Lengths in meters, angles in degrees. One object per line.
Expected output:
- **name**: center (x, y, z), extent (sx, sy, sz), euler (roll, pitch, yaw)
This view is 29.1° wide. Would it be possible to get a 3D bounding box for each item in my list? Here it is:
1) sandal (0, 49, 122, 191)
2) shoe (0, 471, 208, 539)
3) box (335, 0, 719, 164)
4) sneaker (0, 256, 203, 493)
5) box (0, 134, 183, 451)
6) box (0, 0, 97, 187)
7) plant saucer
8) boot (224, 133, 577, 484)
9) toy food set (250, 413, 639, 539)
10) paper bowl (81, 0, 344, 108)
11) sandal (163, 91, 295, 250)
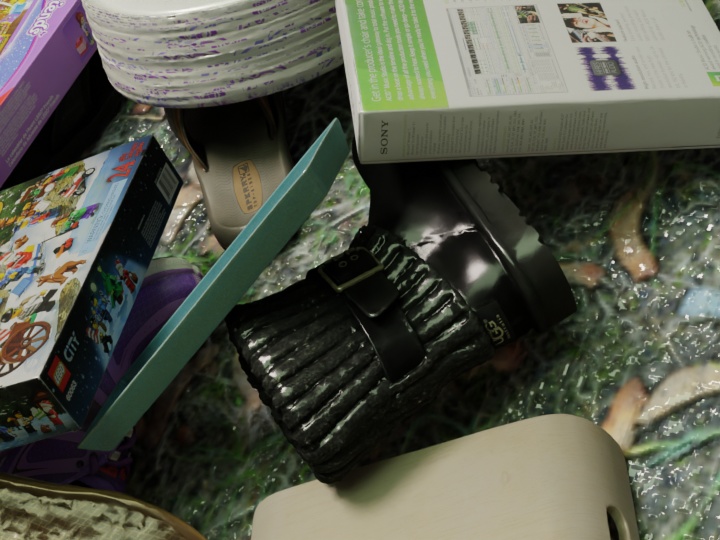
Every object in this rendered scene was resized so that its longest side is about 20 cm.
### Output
- **sandal**: center (-0.216, -0.115, 0.978), extent (0.075, 0.048, 0.202), euler (10, 63, 36)
- **shoe**: center (-0.148, 0.145, 0.714), extent (0.197, 0.053, 0.071), euler (18, 74, 11)
- **box**: center (0.089, -0.115, 0.728), extent (0.197, 0.037, 0.145), euler (-2, 41, -5)
- **sneaker**: center (-0.145, 0.084, 0.782), extent (0.083, 0.081, 0.201), euler (36, 88, 27)
- **box**: center (-0.183, 0.017, 0.745), extent (0.135, 0.038, 0.201), euler (-17, 34, 23)
- **box**: center (-0.257, -0.135, 0.947), extent (0.135, 0.039, 0.202), euler (3, 51, 32)
- **plant saucer**: center (-0.071, 0.012, 0.679), extent (0.200, 0.019, 0.070), euler (-49, 9, 26)
- **boot**: center (-0.001, -0.001, 0.715), extent (0.157, 0.080, 0.212), euler (-33, 35, -1)
- **toy food set**: center (0.031, 0.155, 0.625), extent (0.197, 0.061, 0.145), euler (-19, 38, 17)
- **paper bowl**: center (-0.079, -0.194, 0.871), extent (0.198, 0.106, 0.202), euler (-11, 31, 7)
- **sandal**: center (-0.090, -0.092, 0.878), extent (0.081, 0.055, 0.202), euler (-27, 47, 11)
